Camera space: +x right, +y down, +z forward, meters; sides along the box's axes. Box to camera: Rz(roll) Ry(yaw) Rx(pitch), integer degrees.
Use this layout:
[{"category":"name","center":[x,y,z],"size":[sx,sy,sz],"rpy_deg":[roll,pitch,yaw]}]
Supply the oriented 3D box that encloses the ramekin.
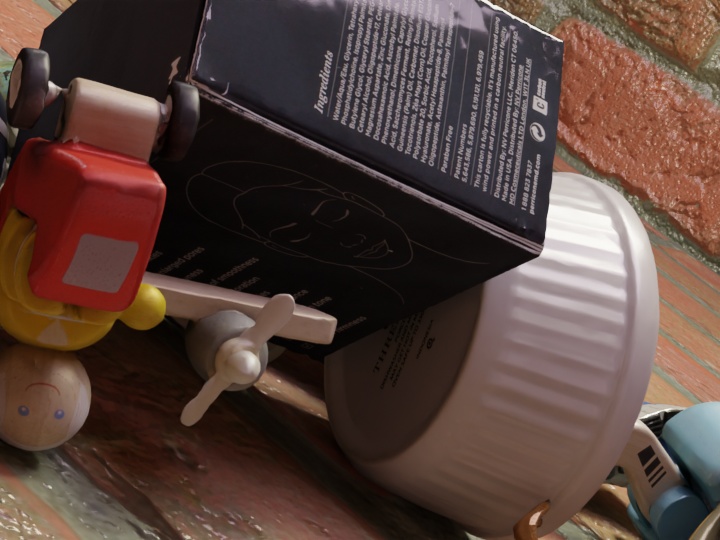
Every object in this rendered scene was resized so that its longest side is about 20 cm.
[{"category":"ramekin","center":[0.059,0.036,1.009],"size":[0.094,0.203,0.202],"rpy_deg":[17,18,-28]}]

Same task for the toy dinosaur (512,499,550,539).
[{"category":"toy dinosaur","center":[0.106,0.167,0.923],"size":[0.106,0.061,0.200],"rpy_deg":[41,13,26]}]

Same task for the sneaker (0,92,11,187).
[{"category":"sneaker","center":[-0.252,-0.102,0.973],"size":[0.199,0.080,0.130],"rpy_deg":[35,10,4]}]

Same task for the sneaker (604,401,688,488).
[{"category":"sneaker","center":[0.136,0.107,1.263],"size":[0.199,0.079,0.089],"rpy_deg":[18,-6,-34]}]

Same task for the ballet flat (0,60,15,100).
[{"category":"ballet flat","center":[-0.143,-0.083,1.194],"size":[0.199,0.074,0.074],"rpy_deg":[28,13,-23]}]

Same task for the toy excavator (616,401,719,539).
[{"category":"toy excavator","center":[0.195,0.129,1.187],"size":[0.201,0.194,0.100],"rpy_deg":[60,-4,-32]}]

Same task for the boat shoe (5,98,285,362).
[{"category":"boat shoe","center":[-0.118,-0.025,1.050],"size":[0.202,0.072,0.060],"rpy_deg":[45,-25,-7]}]

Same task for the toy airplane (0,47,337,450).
[{"category":"toy airplane","center":[-0.133,0.005,0.796],"size":[0.199,0.142,0.199],"rpy_deg":[0,-15,23]}]

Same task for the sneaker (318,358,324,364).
[{"category":"sneaker","center":[0.000,0.000,1.148],"size":[0.199,0.107,0.075],"rpy_deg":[27,-30,-29]}]

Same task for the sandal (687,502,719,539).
[{"category":"sandal","center":[0.237,0.157,1.096],"size":[0.080,0.054,0.200],"rpy_deg":[44,53,-5]}]

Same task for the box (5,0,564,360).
[{"category":"box","center":[-0.040,-0.065,0.935],"size":[0.196,0.125,0.200],"rpy_deg":[22,-29,-29]}]
